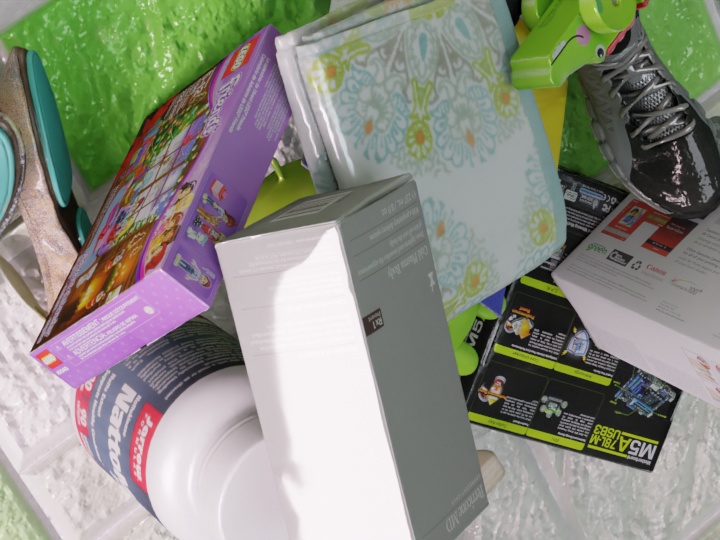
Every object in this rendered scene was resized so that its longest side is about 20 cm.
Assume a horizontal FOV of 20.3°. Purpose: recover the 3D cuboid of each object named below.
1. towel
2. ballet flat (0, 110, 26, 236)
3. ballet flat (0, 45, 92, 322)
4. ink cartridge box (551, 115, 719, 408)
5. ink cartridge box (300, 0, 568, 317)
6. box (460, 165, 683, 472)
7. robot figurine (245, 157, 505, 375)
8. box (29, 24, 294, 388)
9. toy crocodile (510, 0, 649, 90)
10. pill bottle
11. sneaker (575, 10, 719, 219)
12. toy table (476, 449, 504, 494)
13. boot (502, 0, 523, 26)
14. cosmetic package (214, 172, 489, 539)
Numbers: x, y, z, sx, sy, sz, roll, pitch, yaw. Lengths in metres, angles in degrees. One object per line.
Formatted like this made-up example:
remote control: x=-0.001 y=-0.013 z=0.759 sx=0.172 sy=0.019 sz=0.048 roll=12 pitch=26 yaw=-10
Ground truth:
towel: x=0.040 y=-0.074 z=1.209 sx=0.171 sy=0.048 sz=0.202 roll=-28 pitch=105 yaw=-38
ballet flat: x=-0.237 y=-0.033 z=1.160 sx=0.072 sy=0.072 sz=0.201 roll=-1 pitch=136 yaw=-31
ballet flat: x=-0.199 y=-0.036 z=1.218 sx=0.067 sy=0.068 sz=0.201 roll=-14 pitch=114 yaw=4
ink cartridge box: x=0.262 y=-0.003 z=1.367 sx=0.176 sy=0.200 sz=0.084 roll=-44 pitch=123 yaw=-12
ink cartridge box: x=0.055 y=-0.105 z=1.294 sx=0.197 sy=0.047 sz=0.201 roll=36 pitch=47 yaw=-35
box: x=0.169 y=0.036 z=1.473 sx=0.199 sy=0.047 sz=0.195 roll=16 pitch=99 yaw=-35
robot figurine: x=0.000 y=0.000 z=1.315 sx=0.199 sy=0.115 sz=0.177 roll=27 pitch=90 yaw=-34
box: x=-0.109 y=-0.038 z=1.169 sx=0.039 sy=0.136 sz=0.201 roll=39 pitch=47 yaw=-22
toy crocodile: x=0.157 y=-0.181 z=1.249 sx=0.062 sy=0.067 sz=0.201 roll=50 pitch=57 yaw=-27
pill bottle: x=-0.091 y=0.105 z=1.244 sx=0.119 sy=0.200 sz=0.121 roll=-10 pitch=111 yaw=-28
sneaker: x=0.176 y=-0.123 z=1.322 sx=0.075 sy=0.115 sz=0.201 roll=-32 pitch=86 yaw=6
toy table: x=0.002 y=0.182 z=1.355 sx=0.200 sy=0.117 sz=0.184 roll=47 pitch=66 yaw=-28
boot: x=0.109 y=-0.271 z=1.287 sx=0.167 sy=0.076 sz=0.201 roll=-25 pitch=91 yaw=-21
cosmetic package: x=-0.002 y=0.061 z=1.114 sx=0.107 sy=0.090 sz=0.202 roll=-36 pitch=112 yaw=-60
